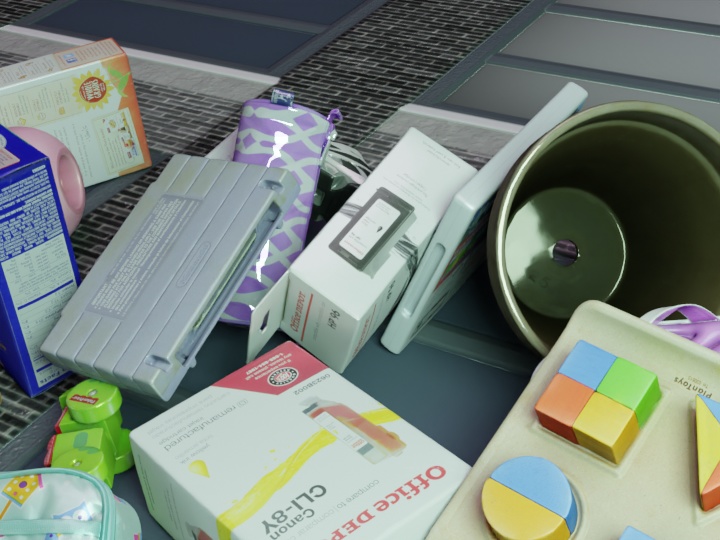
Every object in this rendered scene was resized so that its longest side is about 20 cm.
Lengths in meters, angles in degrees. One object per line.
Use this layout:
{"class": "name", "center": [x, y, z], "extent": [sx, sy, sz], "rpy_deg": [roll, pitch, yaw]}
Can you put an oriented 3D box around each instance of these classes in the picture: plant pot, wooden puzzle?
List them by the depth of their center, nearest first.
{"class": "wooden puzzle", "center": [0.154, 0.126, 0.658], "extent": [0.185, 0.046, 0.200], "rpy_deg": [26, 74, 32]}
{"class": "plant pot", "center": [0.178, -0.017, 0.871], "extent": [0.199, 0.201, 0.174], "rpy_deg": [-12, 2, -7]}

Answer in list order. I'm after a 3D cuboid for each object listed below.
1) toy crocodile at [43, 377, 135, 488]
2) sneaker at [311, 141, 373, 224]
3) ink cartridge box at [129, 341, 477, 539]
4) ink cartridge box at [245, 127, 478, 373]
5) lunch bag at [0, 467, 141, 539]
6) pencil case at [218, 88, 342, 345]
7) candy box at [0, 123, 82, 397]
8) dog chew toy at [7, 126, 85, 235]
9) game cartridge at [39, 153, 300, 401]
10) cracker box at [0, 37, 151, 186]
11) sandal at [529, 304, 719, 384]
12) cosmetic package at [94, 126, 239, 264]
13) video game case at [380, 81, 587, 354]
{"class": "toy crocodile", "center": [-0.199, 0.140, 0.822], "extent": [0.062, 0.068, 0.200], "rpy_deg": [-11, 32, 3]}
{"class": "sneaker", "center": [0.000, -0.067, 1.037], "extent": [0.200, 0.074, 0.089], "rpy_deg": [38, 34, 7]}
{"class": "ink cartridge box", "center": [-0.037, 0.149, 0.765], "extent": [0.145, 0.084, 0.200], "rpy_deg": [-28, 40, -30]}
{"class": "ink cartridge box", "center": [0.000, 0.000, 0.885], "extent": [0.068, 0.116, 0.200], "rpy_deg": [36, 66, 10]}
{"class": "lunch bag", "center": [-0.234, 0.195, 0.682], "extent": [0.199, 0.077, 0.161], "rpy_deg": [-4, 66, 8]}
{"class": "pencil case", "center": [-0.072, -0.045, 0.958], "extent": [0.085, 0.201, 0.084], "rpy_deg": [11, 1, 1]}
{"class": "candy box", "center": [-0.303, -0.022, 0.956], "extent": [0.077, 0.200, 0.169], "rpy_deg": [-28, 41, -30]}
{"class": "dog chew toy", "center": [-0.371, -0.066, 1.108], "extent": [0.199, 0.125, 0.125], "rpy_deg": [-11, 34, 7]}
{"class": "game cartridge", "center": [-0.144, -0.001, 0.877], "extent": [0.129, 0.038, 0.200], "rpy_deg": [9, 58, 39]}
{"class": "cracker box", "center": [-0.331, -0.148, 1.200], "extent": [0.200, 0.134, 0.058], "rpy_deg": [-20, 36, -20]}
{"class": "sandal", "center": [0.206, 0.052, 0.740], "extent": [0.202, 0.050, 0.083], "rpy_deg": [-12, 45, 0]}
{"class": "cosmetic package", "center": [-0.141, -0.056, 1.054], "extent": [0.102, 0.074, 0.200], "rpy_deg": [-37, 11, 45]}
{"class": "video game case", "center": [0.101, -0.044, 0.943], "extent": [0.023, 0.182, 0.200], "rpy_deg": [37, 48, 11]}
